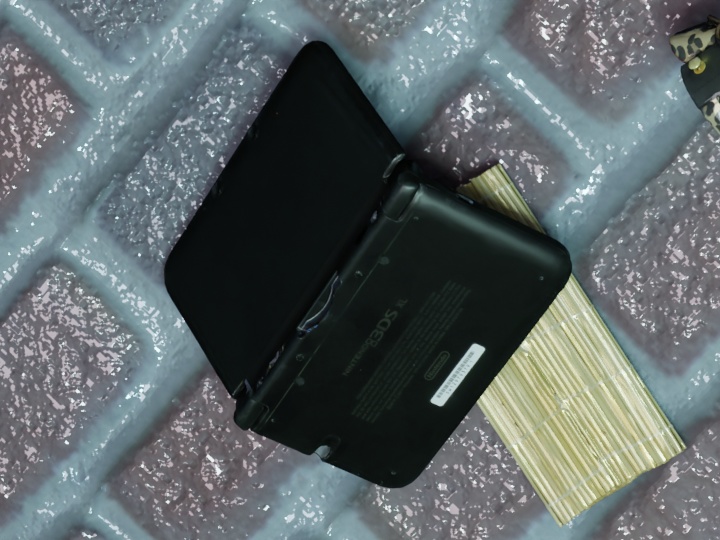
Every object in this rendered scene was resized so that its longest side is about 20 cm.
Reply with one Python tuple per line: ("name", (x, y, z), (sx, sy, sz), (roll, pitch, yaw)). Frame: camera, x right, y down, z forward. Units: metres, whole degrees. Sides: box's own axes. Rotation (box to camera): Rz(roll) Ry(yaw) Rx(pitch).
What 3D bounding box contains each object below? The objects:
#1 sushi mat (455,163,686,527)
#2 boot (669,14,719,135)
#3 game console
("sushi mat", (0.098, 0.044, 1.352), (0.095, 0.012, 0.201), (-33, 92, 28))
("boot", (0.226, -0.152, 1.214), (0.150, 0.073, 0.201), (-33, 98, 26))
("game console", (0.000, 0.000, 1.362), (0.175, 0.117, 0.200), (24, 123, -18))
